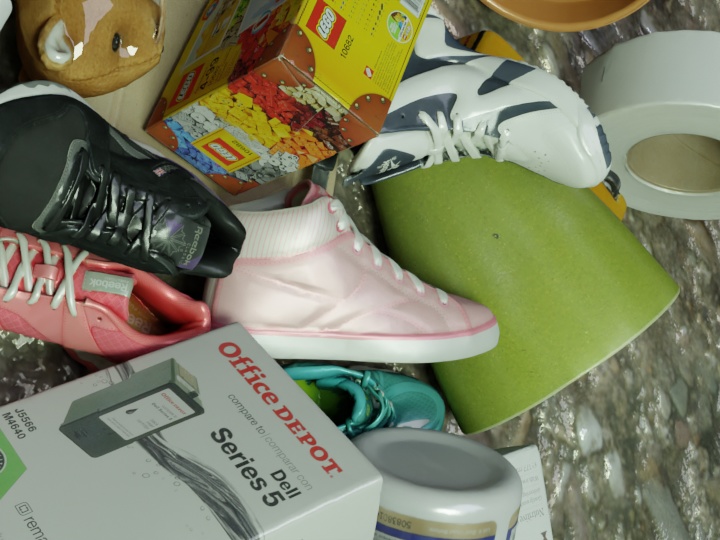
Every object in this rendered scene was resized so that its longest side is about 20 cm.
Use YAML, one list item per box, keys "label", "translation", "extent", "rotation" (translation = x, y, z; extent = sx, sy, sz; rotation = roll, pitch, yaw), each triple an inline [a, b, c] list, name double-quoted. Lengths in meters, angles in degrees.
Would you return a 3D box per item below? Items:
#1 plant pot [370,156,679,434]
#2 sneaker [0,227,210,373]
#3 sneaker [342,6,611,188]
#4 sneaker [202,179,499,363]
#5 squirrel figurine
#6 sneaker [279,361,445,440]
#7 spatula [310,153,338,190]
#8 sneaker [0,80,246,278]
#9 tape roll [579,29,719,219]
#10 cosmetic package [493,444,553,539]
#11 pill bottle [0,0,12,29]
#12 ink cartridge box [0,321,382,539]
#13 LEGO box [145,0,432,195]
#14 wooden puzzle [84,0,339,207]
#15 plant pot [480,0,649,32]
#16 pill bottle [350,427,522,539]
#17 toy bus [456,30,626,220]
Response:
- label: "plant pot"
  translation: [0.095, -0.019, 0.912]
  extent: [0.187, 0.187, 0.201]
  rotation: [-34, 90, -42]
- label: "sneaker"
  translation: [-0.166, 0.004, 0.696]
  extent: [0.199, 0.086, 0.075]
  rotation: [23, 66, -39]
- label: "sneaker"
  translation: [0.051, -0.084, 0.811]
  extent: [0.198, 0.080, 0.130]
  rotation: [37, 69, 6]
- label: "sneaker"
  translation: [0.000, 0.000, 0.784]
  extent: [0.198, 0.075, 0.106]
  rotation: [3, 96, -21]
- label: "squirrel figurine"
  translation: [-0.186, -0.194, 0.706]
  extent: [0.198, 0.141, 0.189]
  rotation: [3, 91, -27]
- label: "sneaker"
  translation: [-0.011, 0.096, 0.836]
  extent: [0.199, 0.079, 0.078]
  rotation: [8, 75, -44]
- label: "spatula"
  translation: [-0.026, -0.055, 0.835]
  extent: [0.056, 0.021, 0.202]
  rotation: [18, 69, -25]
- label: "sneaker"
  translation: [-0.121, -0.039, 0.651]
  extent: [0.076, 0.087, 0.200]
  rotation: [-64, 158, 6]
- label: "tape roll"
  translation: [0.281, -0.119, 1.079]
  extent: [0.202, 0.201, 0.071]
  rotation: [30, 63, -37]
- label: "cosmetic package"
  translation: [0.082, 0.235, 0.899]
  extent: [0.112, 0.081, 0.202]
  rotation: [-10, 88, -47]
- label: "pill bottle"
  translation: [-0.246, -0.061, 0.580]
  extent: [0.113, 0.113, 0.201]
  rotation: [36, 75, -34]
- label: "ink cartridge box"
  translation: [-0.109, 0.125, 0.653]
  extent: [0.199, 0.145, 0.085]
  rotation: [-20, 136, -32]
- label: "LEGO box"
  translation: [-0.029, -0.161, 0.771]
  extent: [0.077, 0.148, 0.201]
  rotation: [36, 60, -27]
- label: "wooden puzzle"
  translation: [-0.102, -0.090, 0.818]
  extent: [0.199, 0.037, 0.187]
  rotation: [22, 68, -35]
- label: "plant pot"
  translation: [0.170, -0.316, 1.030]
  extent: [0.201, 0.199, 0.141]
  rotation: [52, 34, -24]
- label: "pill bottle"
  translation: [0.029, 0.210, 0.792]
  extent: [0.115, 0.115, 0.202]
  rotation: [-4, 109, -44]
- label: "toy bus"
  translation: [0.130, -0.093, 1.011]
  extent: [0.200, 0.078, 0.065]
  rotation: [48, 52, -27]
